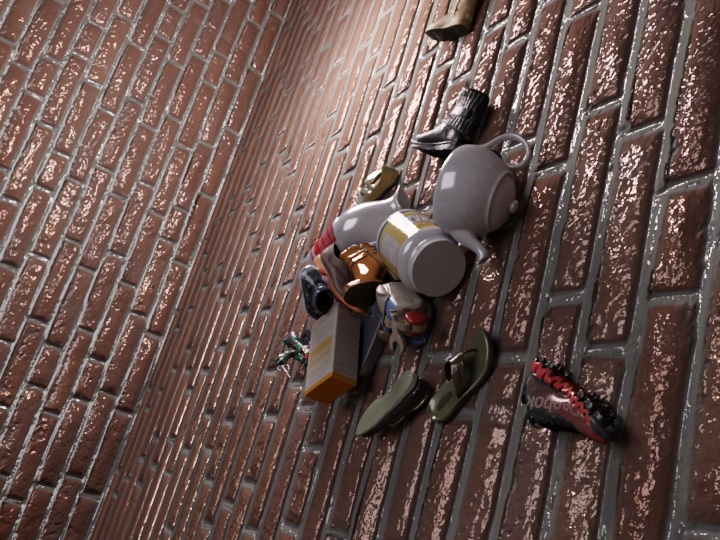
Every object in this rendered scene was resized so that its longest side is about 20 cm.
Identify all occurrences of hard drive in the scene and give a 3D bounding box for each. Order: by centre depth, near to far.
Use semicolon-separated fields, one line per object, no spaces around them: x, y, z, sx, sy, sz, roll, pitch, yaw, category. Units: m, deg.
0.019;0.146;1.614;0.135;0.042;0.202;8;75;63;hard drive

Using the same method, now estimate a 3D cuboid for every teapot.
0.245;-0.151;1.343;0.145;0.197;0.202;19;127;28;teapot

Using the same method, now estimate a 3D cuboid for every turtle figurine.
-0.138;0.232;1.705;0.100;0.150;0.200;-38;25;5;turtle figurine

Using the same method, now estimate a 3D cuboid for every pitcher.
0.039;-0.102;1.688;0.199;0.121;0.173;-26;47;15;pitcher

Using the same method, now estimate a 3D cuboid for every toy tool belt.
0.095;0.114;1.448;0.200;0.123;0.124;-119;28;-62;toy tool belt

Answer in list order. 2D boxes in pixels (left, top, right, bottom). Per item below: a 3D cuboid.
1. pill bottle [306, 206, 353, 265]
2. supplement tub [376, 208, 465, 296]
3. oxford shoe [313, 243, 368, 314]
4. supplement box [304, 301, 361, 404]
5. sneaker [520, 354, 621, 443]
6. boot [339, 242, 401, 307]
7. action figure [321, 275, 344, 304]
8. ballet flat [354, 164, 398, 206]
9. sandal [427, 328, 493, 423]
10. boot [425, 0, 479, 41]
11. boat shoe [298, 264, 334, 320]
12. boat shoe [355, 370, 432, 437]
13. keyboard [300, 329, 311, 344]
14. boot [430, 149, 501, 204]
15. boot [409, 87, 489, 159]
-0.052;-0.074;1.857;0.200;0.112;0.113;-49;30;29;pill bottle
0.129;-0.038;1.457;0.146;0.144;0.200;-60;27;9;supplement tub
-0.036;0.019;1.629;0.073;0.071;0.200;-45;66;15;oxford shoe
-0.063;0.195;1.591;0.126;0.073;0.202;-41;34;43;supplement box
0.303;0.209;1.004;0.099;0.070;0.200;-60;24;8;sneaker
0.000;0.000;1.556;0.155;0.199;0.077;42;136;32;boot
-0.079;0.031;1.768;0.199;0.149;0.135;16;61;36;action figure
0.027;-0.229;1.902;0.200;0.063;0.069;-44;33;37;ballet flat
0.180;0.198;1.255;0.202;0.057;0.080;-58;27;13;sandal
0.280;-0.749;1.894;0.174;0.066;0.202;11;77;51;boot
-0.100;0.082;1.663;0.070;0.201;0.091;-28;52;-10;boat shoe
0.066;0.286;1.384;0.201;0.060;0.072;-48;19;30;boat shoe
-0.126;0.207;1.854;0.128;0.020;0.200;-62;27;6;keyboard
0.226;-0.208;1.522;0.201;0.067;0.131;-52;23;22;boot
0.216;-0.355;1.640;0.210;0.079;0.159;17;89;53;boot
